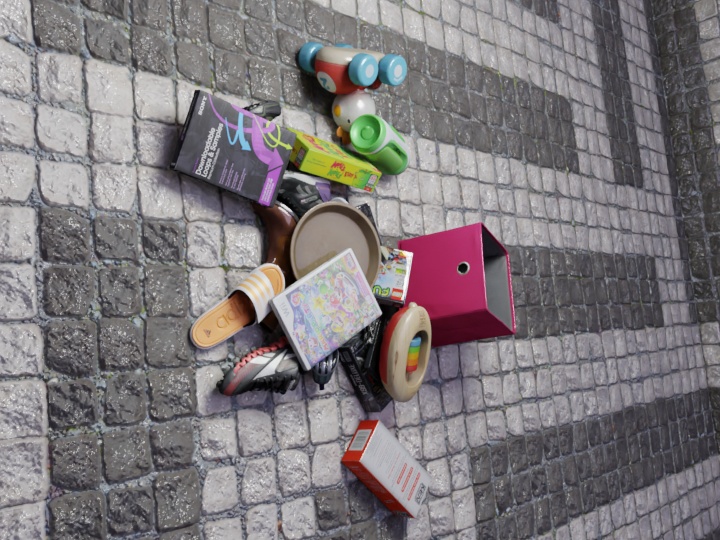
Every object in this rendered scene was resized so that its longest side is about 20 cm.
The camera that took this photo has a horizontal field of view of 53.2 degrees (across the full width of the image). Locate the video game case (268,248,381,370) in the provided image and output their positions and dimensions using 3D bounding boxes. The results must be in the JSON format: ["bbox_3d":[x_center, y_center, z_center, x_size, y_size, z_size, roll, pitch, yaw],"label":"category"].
[{"bbox_3d":[-0.060,0.068,1.322,0.199,0.018,0.145,-34,104,-33],"label":"video game case"}]

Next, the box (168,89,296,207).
[{"bbox_3d":[-0.221,-0.211,1.268,0.198,0.036,0.145,19,88,-32],"label":"box"}]

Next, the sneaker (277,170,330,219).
[{"bbox_3d":[-0.130,-0.142,1.401,0.198,0.075,0.089,-1,88,-45],"label":"sneaker"}]

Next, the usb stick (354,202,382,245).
[{"bbox_3d":[0.027,-0.044,1.564,0.055,0.032,0.203,-22,97,-38],"label":"usb stick"}]

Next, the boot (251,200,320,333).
[{"bbox_3d":[-0.180,-0.015,1.347,0.189,0.068,0.201,49,63,-25],"label":"boot"}]

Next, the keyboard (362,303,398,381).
[{"bbox_3d":[0.033,0.114,1.476,0.104,0.039,0.203,54,44,-52],"label":"keyboard"}]

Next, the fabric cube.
[{"bbox_3d":[0.208,0.036,1.563,0.200,0.196,0.200,34,50,-55],"label":"fabric cube"}]

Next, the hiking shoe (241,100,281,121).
[{"bbox_3d":[-0.216,-0.243,1.342,0.199,0.075,0.102,-40,116,-32],"label":"hiking shoe"}]

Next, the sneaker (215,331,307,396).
[{"bbox_3d":[-0.163,0.182,1.280,0.098,0.071,0.199,49,42,15],"label":"sneaker"}]

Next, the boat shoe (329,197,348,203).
[{"bbox_3d":[-0.011,-0.061,1.511,0.203,0.069,0.066,64,24,-8],"label":"boat shoe"}]

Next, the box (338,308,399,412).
[{"bbox_3d":[0.049,0.177,1.526,0.200,0.049,0.160,-40,110,-42],"label":"box"}]

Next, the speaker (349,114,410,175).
[{"bbox_3d":[0.045,-0.267,1.546,0.200,0.087,0.090,23,63,-68],"label":"speaker"}]

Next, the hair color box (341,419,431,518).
[{"bbox_3d":[0.056,0.408,1.476,0.201,0.061,0.102,50,51,-24],"label":"hair color box"}]

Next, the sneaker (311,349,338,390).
[{"bbox_3d":[-0.073,0.131,1.418,0.073,0.088,0.202,9,50,-1],"label":"sneaker"}]

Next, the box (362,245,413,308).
[{"bbox_3d":[0.000,0.000,1.441,0.196,0.035,0.112,11,71,-2],"label":"box"}]

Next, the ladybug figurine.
[{"bbox_3d":[0.086,0.161,1.443,0.135,0.071,0.204,-3,104,-55],"label":"ladybug figurine"}]

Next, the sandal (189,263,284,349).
[{"bbox_3d":[-0.203,0.068,1.258,0.206,0.059,0.080,-41,106,-26],"label":"sandal"}]

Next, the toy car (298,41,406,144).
[{"bbox_3d":[-0.024,-0.364,1.519,0.175,0.183,0.204,-15,120,-45],"label":"toy car"}]

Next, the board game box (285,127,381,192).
[{"bbox_3d":[-0.061,-0.223,1.462,0.198,0.102,0.048,12,116,-43],"label":"board game box"}]

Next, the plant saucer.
[{"bbox_3d":[-0.049,-0.029,1.372,0.197,0.029,0.204,2,86,-31],"label":"plant saucer"}]
